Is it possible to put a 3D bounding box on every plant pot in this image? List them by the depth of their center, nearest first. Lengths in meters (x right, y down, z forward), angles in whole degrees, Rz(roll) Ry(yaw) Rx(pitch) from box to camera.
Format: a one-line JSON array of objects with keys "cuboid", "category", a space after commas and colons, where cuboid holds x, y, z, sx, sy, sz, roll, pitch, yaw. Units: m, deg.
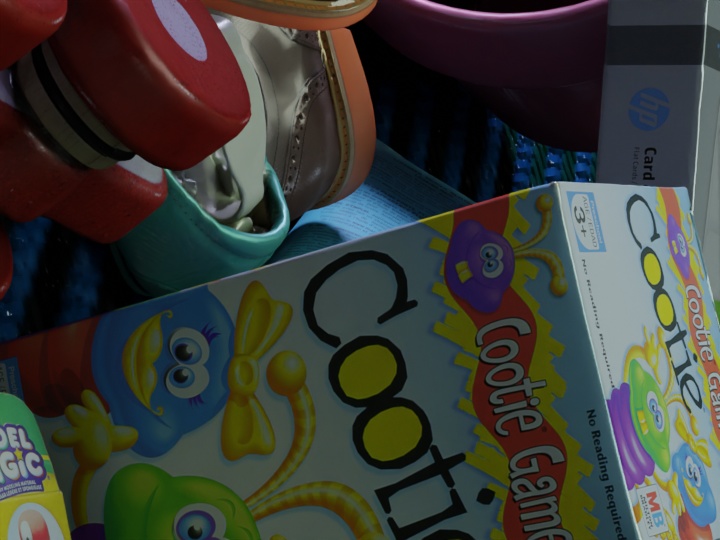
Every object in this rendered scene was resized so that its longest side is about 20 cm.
[{"cuboid": [0.088, -0.145, 0.986, 0.179, 0.199, 0.201, 58, 26, -62], "category": "plant pot"}]

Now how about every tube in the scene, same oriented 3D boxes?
[{"cuboid": [0.000, 0.000, 0.866, 0.077, 0.050, 0.200, 37, 31, 3], "category": "tube"}]

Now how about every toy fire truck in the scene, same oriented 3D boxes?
[{"cuboid": [-0.129, -0.087, 0.623, 0.200, 0.112, 0.168, 27, 34, -57], "category": "toy fire truck"}]

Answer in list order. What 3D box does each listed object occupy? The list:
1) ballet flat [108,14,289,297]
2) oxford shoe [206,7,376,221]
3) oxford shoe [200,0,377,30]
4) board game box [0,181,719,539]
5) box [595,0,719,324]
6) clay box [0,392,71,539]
[{"cuboid": [-0.075, -0.085, 0.748, 0.200, 0.070, 0.067, 65, 28, -17], "category": "ballet flat"}, {"cuboid": [-0.054, -0.111, 0.809, 0.073, 0.071, 0.200, -30, 100, -54], "category": "oxford shoe"}, {"cuboid": [-0.070, -0.148, 0.690, 0.200, 0.073, 0.071, 37, 42, 2], "category": "oxford shoe"}, {"cuboid": [-0.002, 0.049, 0.673, 0.103, 0.200, 0.105, -1, 76, -63], "category": "board game box"}, {"cuboid": [0.128, -0.022, 0.826, 0.156, 0.041, 0.201, 13, 82, -61], "category": "box"}, {"cuboid": [-0.110, 0.134, 0.587, 0.115, 0.048, 0.201, 2, 74, -64], "category": "clay box"}]
